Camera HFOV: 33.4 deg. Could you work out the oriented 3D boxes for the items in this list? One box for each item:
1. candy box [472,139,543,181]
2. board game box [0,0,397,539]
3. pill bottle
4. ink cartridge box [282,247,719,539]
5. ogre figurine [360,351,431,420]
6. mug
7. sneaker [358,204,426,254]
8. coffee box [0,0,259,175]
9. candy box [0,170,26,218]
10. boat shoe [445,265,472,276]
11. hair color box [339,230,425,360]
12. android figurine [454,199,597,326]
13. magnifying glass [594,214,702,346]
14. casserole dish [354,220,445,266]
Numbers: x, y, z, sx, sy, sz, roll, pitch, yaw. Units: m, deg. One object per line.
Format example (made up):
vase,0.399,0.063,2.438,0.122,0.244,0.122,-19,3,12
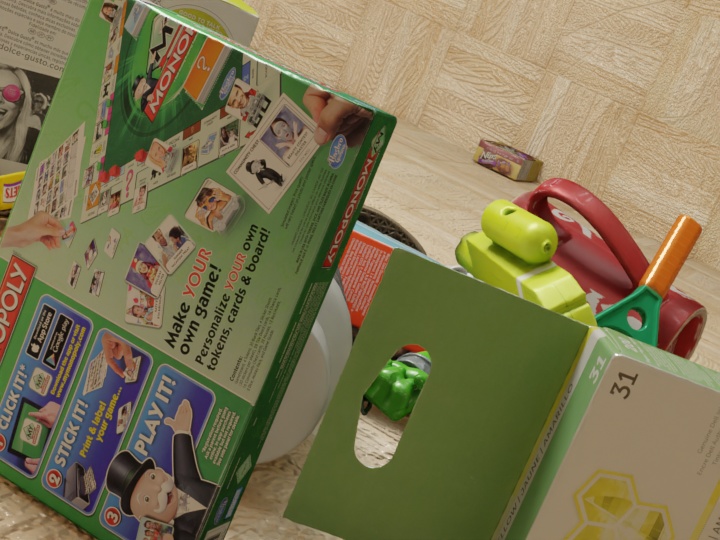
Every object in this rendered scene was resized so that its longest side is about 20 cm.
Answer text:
candy box,0.345,-0.256,2.791,0.116,0.057,0.200,28,11,18
board game box,-0.083,0.005,0.479,0.133,0.202,0.029,27,11,19
pill bottle,-0.060,0.027,0.645,0.109,0.112,0.200,21,12,-10
ink cartridge box,0.081,0.093,0.543,0.197,0.147,0.048,21,13,-12
ogre figurine,0.100,0.100,0.682,0.197,0.100,0.120,14,21,13
mug,0.205,0.024,1.107,0.199,0.134,0.178,35,-8,27
sneaker,-0.029,-0.041,1.105,0.198,0.071,0.076,23,11,-3
coffee box,-0.220,-0.168,0.975,0.198,0.200,0.200,18,13,-23
candy box,-0.159,-0.051,0.790,0.198,0.027,0.101,-5,-7,41
boat shoe,0.078,0.028,1.017,0.198,0.066,0.074,25,12,4
hair color box,0.017,0.030,0.813,0.198,0.065,0.111,23,-15,3
android figurine,0.129,0.043,0.865,0.041,0.184,0.200,-22,24,-13
magnifying glass,0.237,0.036,1.021,0.079,0.201,0.022,37,-19,-5
casserole dish,0.000,0.000,0.918,0.198,0.039,0.121,25,-19,-5
